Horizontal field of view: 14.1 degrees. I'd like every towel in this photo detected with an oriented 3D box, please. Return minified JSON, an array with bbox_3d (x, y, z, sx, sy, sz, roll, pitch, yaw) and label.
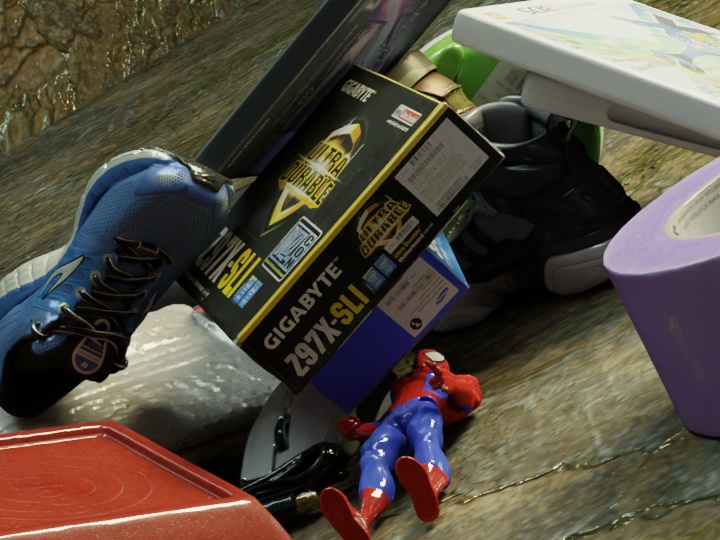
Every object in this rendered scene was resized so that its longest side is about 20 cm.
[{"bbox_3d":[-0.136,0.075,1.642,0.200,0.035,0.132,-20,35,-35],"label":"towel"}]

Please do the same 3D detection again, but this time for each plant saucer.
[{"bbox_3d":[-0.156,0.116,1.408,0.200,0.037,0.200,-7,15,-30],"label":"plant saucer"}]

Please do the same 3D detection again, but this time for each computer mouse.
[{"bbox_3d":[-0.036,0.087,1.562,0.110,0.044,0.200,-24,11,23],"label":"computer mouse"}]

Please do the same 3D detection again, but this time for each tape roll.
[{"bbox_3d":[0.215,-0.011,1.302,0.200,0.085,0.200,-26,10,5],"label":"tape roll"}]

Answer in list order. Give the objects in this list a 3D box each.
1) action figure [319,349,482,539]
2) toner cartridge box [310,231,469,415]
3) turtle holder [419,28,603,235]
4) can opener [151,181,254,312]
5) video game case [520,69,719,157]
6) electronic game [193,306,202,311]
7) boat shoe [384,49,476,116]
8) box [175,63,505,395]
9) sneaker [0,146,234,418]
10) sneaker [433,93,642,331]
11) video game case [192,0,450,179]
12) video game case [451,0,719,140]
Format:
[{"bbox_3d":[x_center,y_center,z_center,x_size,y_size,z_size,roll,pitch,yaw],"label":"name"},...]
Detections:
[{"bbox_3d":[0.024,0.078,1.457,0.065,0.052,0.200,-29,8,15],"label":"action figure"},{"bbox_3d":[0.000,0.000,1.584,0.095,0.043,0.200,-45,17,9],"label":"toner cartridge box"},{"bbox_3d":[0.078,-0.066,1.812,0.141,0.186,0.132,7,17,5],"label":"turtle holder"},{"bbox_3d":[-0.116,0.003,1.856,0.200,0.079,0.063,-28,23,-32],"label":"can opener"},{"bbox_3d":[0.185,-0.101,1.657,0.182,0.024,0.200,15,16,2],"label":"video game case"},{"bbox_3d":[-0.112,0.053,1.913,0.200,0.042,0.200,-27,11,6],"label":"electronic game"},{"bbox_3d":[-0.011,-0.036,1.708,0.200,0.068,0.072,-47,-5,5],"label":"boat shoe"},{"bbox_3d":[-0.016,-0.026,1.525,0.160,0.049,0.200,-51,16,0],"label":"box"},{"bbox_3d":[-0.133,0.014,1.561,0.200,0.078,0.089,-46,32,36],"label":"sneaker"},{"bbox_3d":[0.075,-0.037,1.680,0.200,0.114,0.075,-16,15,46],"label":"sneaker"},{"bbox_3d":[-0.016,-0.111,1.631,0.143,0.019,0.200,-49,-9,12],"label":"video game case"},{"bbox_3d":[0.177,-0.112,1.609,0.200,0.022,0.182,23,19,26],"label":"video game case"}]
